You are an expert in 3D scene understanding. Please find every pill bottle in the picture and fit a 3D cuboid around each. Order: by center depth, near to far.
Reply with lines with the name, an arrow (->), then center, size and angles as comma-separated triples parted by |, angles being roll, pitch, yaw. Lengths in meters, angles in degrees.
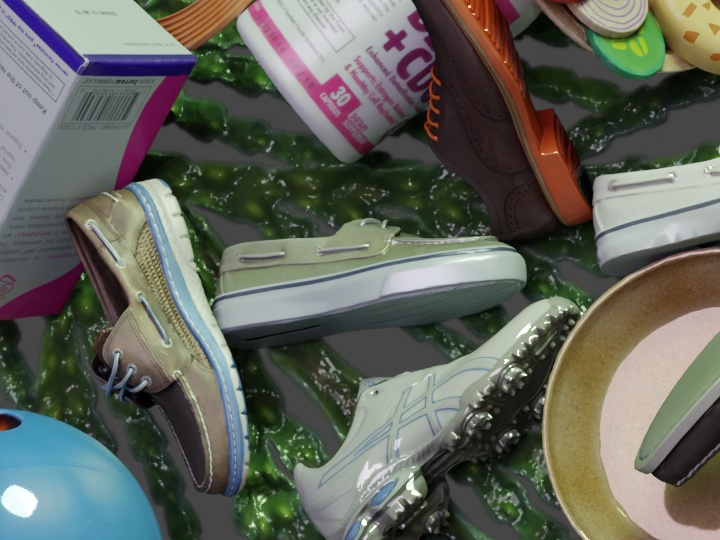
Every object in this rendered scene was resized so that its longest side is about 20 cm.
pill bottle -> 0.036, -0.166, 1.505 | 0.200, 0.113, 0.113 | -38, 65, 5

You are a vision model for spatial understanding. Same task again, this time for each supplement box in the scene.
supplement box -> -0.203, -0.074, 1.530 | 0.103, 0.101, 0.200 | 43, 117, 26

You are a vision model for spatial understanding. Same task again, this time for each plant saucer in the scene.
plant saucer -> 0.202, 0.087, 1.403 | 0.200, 0.035, 0.200 | -5, 73, 15

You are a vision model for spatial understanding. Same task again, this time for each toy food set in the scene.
toy food set -> 0.162, -0.205, 1.445 | 0.049, 0.198, 0.200 | -19, 74, 59

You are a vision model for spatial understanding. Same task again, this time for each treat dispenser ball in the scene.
treat dispenser ball -> -0.209, 0.179, 1.438 | 0.201, 0.201, 0.201 | -6, 72, 18

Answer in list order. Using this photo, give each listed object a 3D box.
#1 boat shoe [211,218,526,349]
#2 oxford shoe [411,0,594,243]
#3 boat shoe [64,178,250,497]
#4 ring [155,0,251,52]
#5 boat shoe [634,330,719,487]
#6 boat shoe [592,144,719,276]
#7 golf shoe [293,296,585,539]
boat shoe -> 0.000, 0.000, 1.490 | 0.200, 0.072, 0.062 | -9, 73, 20
oxford shoe -> 0.062, -0.098, 1.443 | 0.072, 0.200, 0.071 | -23, 23, 16
boat shoe -> -0.124, 0.046, 1.502 | 0.072, 0.072, 0.200 | -13, 71, -22
ring -> -0.110, -0.214, 1.581 | 0.200, 0.019, 0.201 | -26, 46, 30
boat shoe -> 0.227, 0.043, 1.352 | 0.061, 0.072, 0.201 | 38, 96, -8
boat shoe -> 0.225, -0.052, 1.427 | 0.200, 0.071, 0.070 | -15, 72, 22
golf shoe -> 0.040, 0.077, 1.451 | 0.200, 0.078, 0.097 | -46, 58, 0
